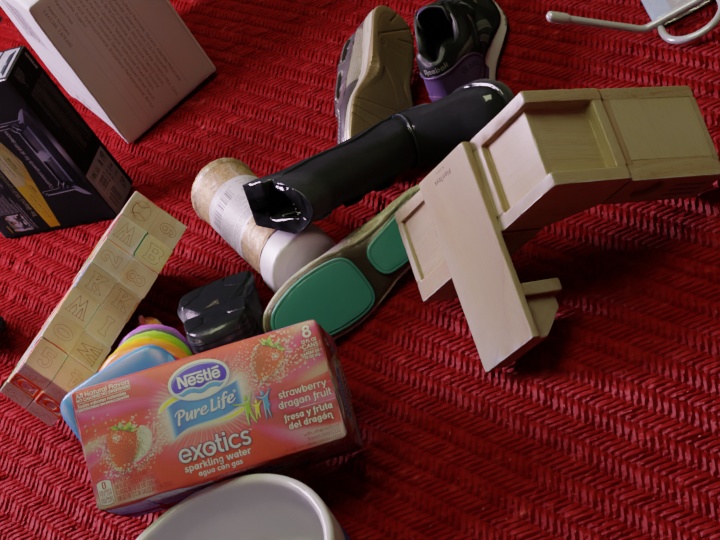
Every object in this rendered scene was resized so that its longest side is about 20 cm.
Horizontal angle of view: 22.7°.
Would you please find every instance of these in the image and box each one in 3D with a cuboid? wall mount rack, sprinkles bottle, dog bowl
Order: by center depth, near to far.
[{"bbox_3d":[-0.089,0.246,1.272,0.198,0.079,0.201,-22,36,17],"label":"dog bowl"},{"bbox_3d":[-0.088,-0.039,1.621,0.068,0.068,0.200,-38,35,-7],"label":"sprinkles bottle"},{"bbox_3d":[0.246,-0.270,1.622,0.173,0.075,0.201,-27,35,10],"label":"wall mount rack"}]

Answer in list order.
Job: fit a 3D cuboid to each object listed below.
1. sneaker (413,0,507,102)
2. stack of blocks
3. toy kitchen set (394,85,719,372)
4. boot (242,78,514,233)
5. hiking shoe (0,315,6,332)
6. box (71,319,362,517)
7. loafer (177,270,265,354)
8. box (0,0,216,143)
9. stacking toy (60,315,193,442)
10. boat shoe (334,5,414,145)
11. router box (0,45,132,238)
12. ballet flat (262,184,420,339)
[{"bbox_3d":[0.089,-0.230,1.688,0.075,0.088,0.201,-20,37,18],"label":"sneaker"},{"bbox_3d":[-0.243,0.039,1.617,0.201,0.058,0.115,-61,10,-31],"label":"stack of blocks"},{"bbox_3d":[0.164,-0.022,1.415,0.200,0.179,0.165,-42,60,51],"label":"toy kitchen set"},{"bbox_3d":[0.018,-0.096,1.530,0.199,0.066,0.164,-23,4,-35],"label":"boot"},{"bbox_3d":[-0.418,0.057,1.783,0.199,0.074,0.087,8,59,56],"label":"hiking shoe"},{"bbox_3d":[-0.107,0.115,1.367,0.198,0.100,0.096,-17,78,4],"label":"box"},{"bbox_3d":[-0.113,0.053,1.530,0.072,0.073,0.200,-22,15,5],"label":"loafer"},{"bbox_3d":[-0.289,-0.274,1.951,0.131,0.201,0.199,-41,35,-8],"label":"box"},{"bbox_3d":[-0.177,0.090,1.532,0.109,0.117,0.200,-31,21,9],"label":"stacking toy"},{"bbox_3d":[0.007,-0.159,1.694,0.065,0.071,0.202,-34,39,44],"label":"boat shoe"},{"bbox_3d":[-0.350,-0.126,1.821,0.156,0.201,0.053,-9,45,30],"label":"router box"},{"bbox_3d":[0.000,0.000,1.526,0.199,0.068,0.062,-36,8,-10],"label":"ballet flat"}]
